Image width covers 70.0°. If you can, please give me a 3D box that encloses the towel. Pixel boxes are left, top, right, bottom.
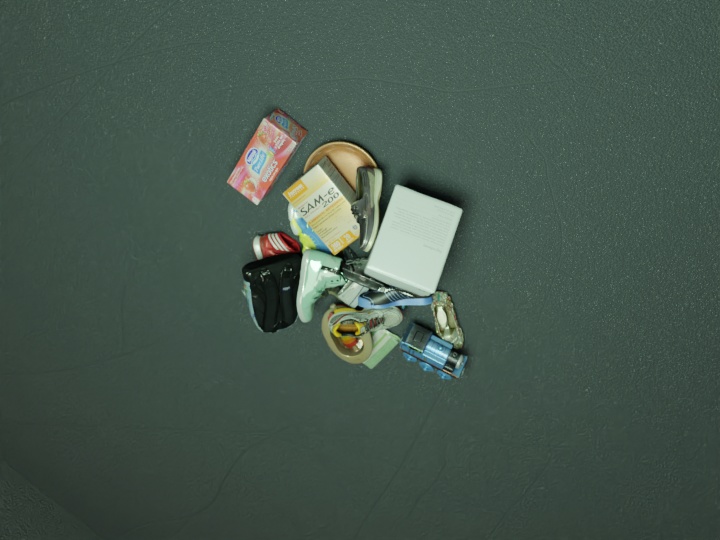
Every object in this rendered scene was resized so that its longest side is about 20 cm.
[{"bbox_3d":[-0.002,0.189,1.507,0.199,0.023,0.153,36,121,-10],"label":"towel"}]

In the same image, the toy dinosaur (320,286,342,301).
[{"bbox_3d":[-0.094,0.046,1.400,0.087,0.048,0.200,-24,133,15],"label":"toy dinosaur"}]

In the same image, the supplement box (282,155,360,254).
[{"bbox_3d":[-0.075,-0.156,1.253,0.125,0.074,0.200,-33,107,27],"label":"supplement box"}]

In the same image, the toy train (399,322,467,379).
[{"bbox_3d":[0.198,0.226,1.411,0.198,0.087,0.115,26,155,14],"label":"toy train"}]

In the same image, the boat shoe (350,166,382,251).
[{"bbox_3d":[0.008,-0.144,1.184,0.064,0.203,0.072,10,168,-18],"label":"boat shoe"}]

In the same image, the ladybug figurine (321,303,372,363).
[{"bbox_3d":[-0.034,0.170,1.446,0.134,0.072,0.202,-13,117,19],"label":"ladybug figurine"}]

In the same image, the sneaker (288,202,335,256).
[{"bbox_3d":[-0.117,-0.105,1.342,0.103,0.076,0.202,-12,129,8],"label":"sneaker"}]

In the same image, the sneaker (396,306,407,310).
[{"bbox_3d":[0.089,0.090,1.398,0.081,0.073,0.201,35,121,-7],"label":"sneaker"}]

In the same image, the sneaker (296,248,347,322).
[{"bbox_3d":[-0.097,0.052,1.318,0.116,0.074,0.203,11,112,8],"label":"sneaker"}]

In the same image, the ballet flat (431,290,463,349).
[{"bbox_3d":[0.232,0.149,1.404,0.075,0.064,0.202,-15,115,21],"label":"ballet flat"}]

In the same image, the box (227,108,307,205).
[{"bbox_3d":[-0.225,-0.276,1.248,0.094,0.103,0.200,36,122,-8],"label":"box"}]

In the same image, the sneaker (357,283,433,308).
[{"bbox_3d":[0.088,0.049,1.317,0.197,0.070,0.079,-5,102,3],"label":"sneaker"}]

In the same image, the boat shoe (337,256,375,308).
[{"bbox_3d":[0.000,-0.001,1.357,0.085,0.075,0.203,31,112,-9],"label":"boat shoe"}]

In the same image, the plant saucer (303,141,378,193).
[{"bbox_3d":[-0.043,-0.223,1.273,0.197,0.038,0.203,6,121,11],"label":"plant saucer"}]

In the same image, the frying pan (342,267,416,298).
[{"bbox_3d":[0.038,0.037,1.272,0.188,0.115,0.031,24,89,-9],"label":"frying pan"}]

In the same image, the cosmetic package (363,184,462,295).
[{"bbox_3d":[0.118,-0.063,1.202,0.164,0.167,0.203,20,84,0],"label":"cosmetic package"}]

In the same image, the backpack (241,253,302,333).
[{"bbox_3d":[-0.228,0.064,1.348,0.161,0.153,0.203,-16,111,-23],"label":"backpack"}]

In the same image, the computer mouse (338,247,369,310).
[{"bbox_3d":[-0.016,0.021,1.412,0.058,0.034,0.202,-18,108,2],"label":"computer mouse"}]

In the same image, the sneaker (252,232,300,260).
[{"bbox_3d":[-0.211,-0.010,1.410,0.114,0.079,0.202,-11,117,20],"label":"sneaker"}]

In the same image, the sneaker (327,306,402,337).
[{"bbox_3d":[0.014,0.140,1.342,0.197,0.082,0.079,-10,114,-2],"label":"sneaker"}]
